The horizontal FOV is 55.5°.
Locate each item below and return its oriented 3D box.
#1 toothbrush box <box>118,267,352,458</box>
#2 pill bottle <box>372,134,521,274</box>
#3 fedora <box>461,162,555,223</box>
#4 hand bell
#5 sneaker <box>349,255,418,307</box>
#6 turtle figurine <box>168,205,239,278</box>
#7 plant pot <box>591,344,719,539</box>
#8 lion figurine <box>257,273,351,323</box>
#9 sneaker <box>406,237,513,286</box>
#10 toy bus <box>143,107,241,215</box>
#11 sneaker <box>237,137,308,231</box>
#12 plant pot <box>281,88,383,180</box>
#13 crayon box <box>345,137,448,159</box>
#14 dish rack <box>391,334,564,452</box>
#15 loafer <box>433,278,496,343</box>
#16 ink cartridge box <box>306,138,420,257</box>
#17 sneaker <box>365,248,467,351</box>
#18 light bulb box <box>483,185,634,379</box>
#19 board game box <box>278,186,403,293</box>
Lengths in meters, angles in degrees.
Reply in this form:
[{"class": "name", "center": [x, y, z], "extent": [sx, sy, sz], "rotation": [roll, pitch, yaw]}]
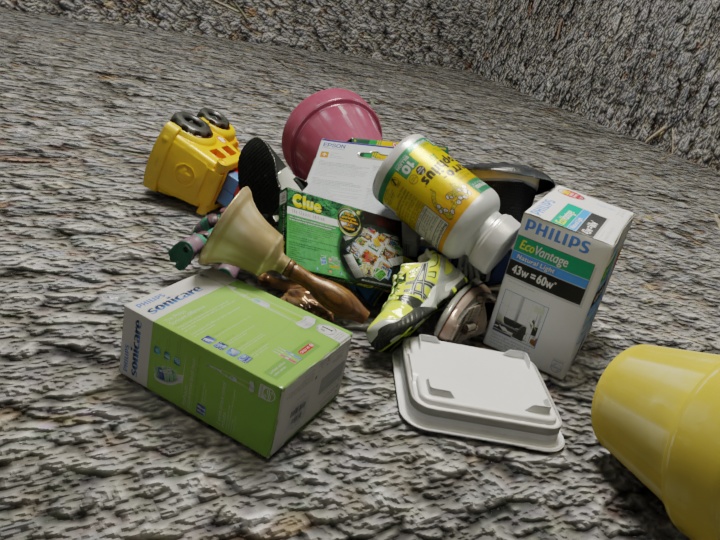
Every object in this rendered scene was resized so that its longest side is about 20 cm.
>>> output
[{"class": "toothbrush box", "center": [-0.131, 0.087, 0.728], "extent": [0.198, 0.087, 0.145], "rotation": [24, 26, 19]}, {"class": "pill bottle", "center": [0.122, -0.089, 0.954], "extent": [0.200, 0.113, 0.112], "rotation": [41, 32, 17]}, {"class": "fedora", "center": [0.201, -0.099, 1.052], "extent": [0.197, 0.093, 0.201], "rotation": [6, -6, 1]}, {"class": "hand bell", "center": [-0.075, 0.001, 0.793], "extent": [0.199, 0.105, 0.104], "rotation": [33, 24, -5]}, {"class": "sneaker", "center": [0.000, 0.000, 0.989], "extent": [0.198, 0.066, 0.079], "rotation": [23, 47, -3]}, {"class": "turtle figurine", "center": [-0.180, -0.048, 0.983], "extent": [0.148, 0.102, 0.200], "rotation": [19, 31, 10]}, {"class": "plant pot", "center": [0.353, 0.169, 0.711], "extent": [0.198, 0.204, 0.188], "rotation": [0, 12, -28]}, {"class": "lion figurine", "center": [-0.056, 0.038, 0.885], "extent": [0.121, 0.073, 0.200], "rotation": [20, 26, 21]}, {"class": "sneaker", "center": [0.152, -0.008, 1.061], "extent": [0.197, 0.082, 0.146], "rotation": [11, 13, 9]}, {"class": "toy bus", "center": [-0.244, -0.176, 1.189], "extent": [0.190, 0.137, 0.200], "rotation": [31, 24, 5]}, {"class": "sneaker", "center": [-0.104, -0.095, 0.962], "extent": [0.088, 0.074, 0.202], "rotation": [2, 55, -59]}, {"class": "plant pot", "center": [-0.030, -0.217, 1.302], "extent": [0.197, 0.202, 0.180], "rotation": [-1, 36, -29]}, {"class": "crayon box", "center": [0.065, -0.130, 1.189], "extent": [0.197, 0.175, 0.058], "rotation": [-1, -7, -28]}, {"class": "dish rack", "center": [0.141, 0.136, 0.823], "extent": [0.197, 0.044, 0.172], "rotation": [10, 25, -7]}, {"class": "loafer", "center": [0.158, 0.059, 0.960], "extent": [0.062, 0.073, 0.200], "rotation": [33, 22, 12]}, {"class": "ink cartridge box", "center": [0.008, -0.117, 1.071], "extent": [0.196, 0.041, 0.202], "rotation": [9, 51, 9]}, {"class": "sneaker", "center": [0.062, 0.038, 0.907], "extent": [0.076, 0.076, 0.199], "rotation": [46, 42, 9]}, {"class": "light bulb box", "center": [0.284, 0.009, 0.975], "extent": [0.124, 0.203, 0.198], "rotation": [23, 27, 21]}, {"class": "board game box", "center": [-0.021, -0.035, 0.907], "extent": [0.198, 0.106, 0.023], "rotation": [13, -19, -38]}]
